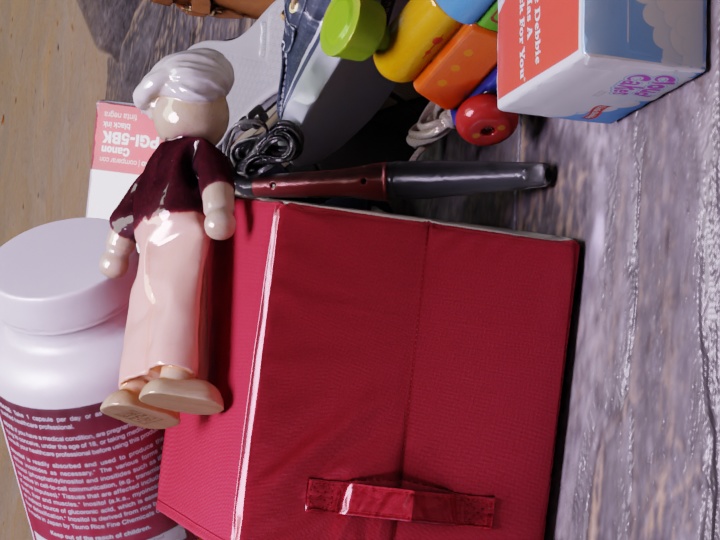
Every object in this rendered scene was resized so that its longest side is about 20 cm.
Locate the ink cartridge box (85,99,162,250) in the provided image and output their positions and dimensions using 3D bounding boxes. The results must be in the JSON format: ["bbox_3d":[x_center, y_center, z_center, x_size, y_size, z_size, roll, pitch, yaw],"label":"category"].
[{"bbox_3d":[-0.120,-0.008,1.993,0.147,0.082,0.201,3,-86,-64],"label":"ink cartridge box"}]

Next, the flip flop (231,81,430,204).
[{"bbox_3d":[-0.039,-0.064,1.730,0.200,0.081,0.058,-42,23,-2],"label":"flip flop"}]

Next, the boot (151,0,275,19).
[{"bbox_3d":[-0.080,-0.190,1.919,0.200,0.154,0.074,-172,88,-72],"label":"boot"}]

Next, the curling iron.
[{"bbox_3d":[0.009,-0.056,1.601,0.026,0.199,0.050,-48,-43,-48],"label":"curling iron"}]

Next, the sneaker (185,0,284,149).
[{"bbox_3d":[-0.042,-0.120,1.849,0.200,0.099,0.071,-28,69,51],"label":"sneaker"}]

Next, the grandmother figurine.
[{"bbox_3d":[-0.097,-0.021,1.544,0.121,0.060,0.201,-12,64,42],"label":"grandmother figurine"}]

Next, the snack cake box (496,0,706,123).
[{"bbox_3d":[0.117,-0.183,1.444,0.115,0.067,0.201,154,119,-67],"label":"snack cake box"}]

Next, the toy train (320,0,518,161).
[{"bbox_3d":[0.027,-0.115,1.575,0.200,0.115,0.085,-47,39,43],"label":"toy train"}]

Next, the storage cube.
[{"bbox_3d":[0.002,0.058,1.567,0.200,0.170,0.181,-171,88,-73],"label":"storage cube"}]

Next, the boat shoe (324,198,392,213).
[{"bbox_3d":[0.000,0.000,1.753,0.200,0.093,0.075,39,156,34],"label":"boat shoe"}]

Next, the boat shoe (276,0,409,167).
[{"bbox_3d":[-0.018,-0.156,1.635,0.091,0.071,0.201,46,134,25],"label":"boat shoe"}]

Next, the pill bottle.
[{"bbox_3d":[-0.147,0.078,1.668,0.113,0.112,0.201,-116,13,-59],"label":"pill bottle"}]

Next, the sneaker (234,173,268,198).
[{"bbox_3d":[-0.052,0.038,1.702,0.072,0.084,0.201,0,102,37],"label":"sneaker"}]
